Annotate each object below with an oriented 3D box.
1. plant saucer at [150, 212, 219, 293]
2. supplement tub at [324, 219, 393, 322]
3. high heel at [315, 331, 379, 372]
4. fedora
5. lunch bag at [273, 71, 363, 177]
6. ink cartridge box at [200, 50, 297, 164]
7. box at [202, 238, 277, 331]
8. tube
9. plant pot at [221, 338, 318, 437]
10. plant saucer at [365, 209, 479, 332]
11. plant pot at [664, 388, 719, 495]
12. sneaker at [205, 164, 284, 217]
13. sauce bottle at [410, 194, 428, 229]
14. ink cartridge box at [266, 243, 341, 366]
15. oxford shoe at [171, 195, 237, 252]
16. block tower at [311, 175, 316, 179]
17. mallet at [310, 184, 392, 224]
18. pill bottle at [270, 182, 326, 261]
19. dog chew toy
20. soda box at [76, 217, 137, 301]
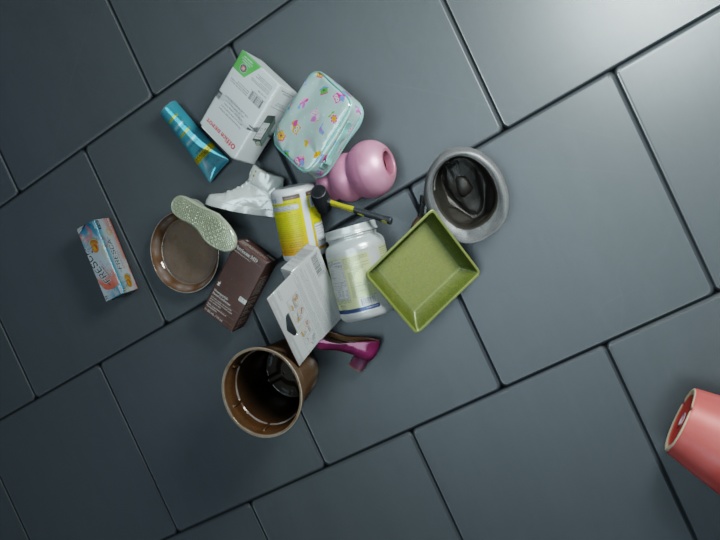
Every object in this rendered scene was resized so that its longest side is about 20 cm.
[{"bbox_3d":[-0.438,-0.048,1.663,0.193,0.034,0.208,2,98,15],"label":"plant saucer"},{"bbox_3d":[0.000,0.000,1.488,0.141,0.145,0.207,-13,94,16],"label":"supplement tub"},{"bbox_3d":[-0.050,0.152,1.562,0.196,0.068,0.097,31,114,-6],"label":"high heel"},{"bbox_3d":[0.229,-0.168,1.429,0.175,0.090,0.202,-36,94,18],"label":"fedora"},{"bbox_3d":[-0.092,-0.313,1.447,0.160,0.076,0.202,42,106,24],"label":"lunch bag"},{"bbox_3d":[-0.262,-0.375,1.531,0.146,0.083,0.202,44,107,21],"label":"ink cartridge box"},{"bbox_3d":[-0.295,0.036,1.614,0.099,0.075,0.204,32,103,10],"label":"box"},{"bbox_3d":[-0.409,-0.321,1.617,0.077,0.050,0.201,-39,91,24],"label":"tube"},{"bbox_3d":[-0.197,0.258,1.550,0.193,0.198,0.208,2,98,14],"label":"plant pot"},{"bbox_3d":[0.131,-0.001,1.430,0.199,0.048,0.201,-42,116,1],"label":"plant saucer"},{"bbox_3d":[0.724,0.343,1.318,0.174,0.199,0.206,26,104,21],"label":"plant pot"},{"bbox_3d":[-0.274,-0.196,1.583,0.193,0.074,0.120,8,95,7],"label":"sneaker"},{"bbox_3d":[0.136,-0.066,1.483,0.063,0.065,0.207,9,101,14],"label":"sauce bottle"},{"bbox_3d":[-0.128,0.076,1.468,0.044,0.176,0.204,14,137,40],"label":"ink cartridge box"},{"bbox_3d":[-0.369,-0.116,1.587,0.197,0.058,0.076,34,99,14],"label":"oxford shoe"},{"bbox_3d":[-0.069,-0.306,1.514,0.054,0.058,0.202,38,106,8],"label":"block tower"},{"bbox_3d":[-0.019,-0.130,1.449,0.195,0.066,0.042,22,67,14],"label":"mallet"},{"bbox_3d":[-0.139,-0.094,1.528,0.106,0.109,0.207,-7,102,16],"label":"pill bottle"},{"bbox_3d":[-0.018,-0.213,1.481,0.195,0.124,0.129,-15,93,30],"label":"dog chew toy"},{"bbox_3d":[-0.655,-0.028,1.707,0.062,0.068,0.205,-21,92,17],"label":"soda box"}]
